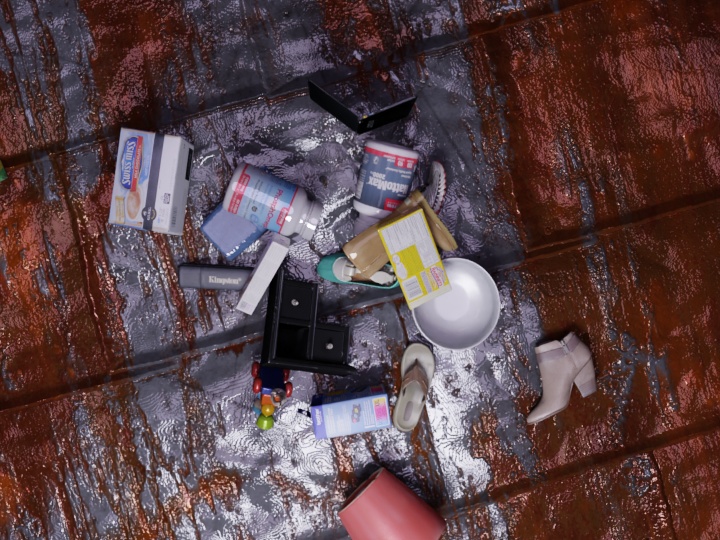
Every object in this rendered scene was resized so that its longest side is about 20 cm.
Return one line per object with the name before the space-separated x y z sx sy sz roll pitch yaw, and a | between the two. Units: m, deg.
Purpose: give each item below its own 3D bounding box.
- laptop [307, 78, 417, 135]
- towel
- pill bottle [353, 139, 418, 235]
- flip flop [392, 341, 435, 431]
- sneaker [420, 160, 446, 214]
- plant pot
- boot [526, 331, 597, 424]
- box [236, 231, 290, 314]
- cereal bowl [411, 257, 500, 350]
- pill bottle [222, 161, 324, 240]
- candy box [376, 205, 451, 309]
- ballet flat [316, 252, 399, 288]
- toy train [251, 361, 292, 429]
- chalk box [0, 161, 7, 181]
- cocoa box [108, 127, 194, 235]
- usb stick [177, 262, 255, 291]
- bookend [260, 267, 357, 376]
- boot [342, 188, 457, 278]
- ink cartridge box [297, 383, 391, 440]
laptop | 0.001 -0.363 1.486 0.196 0.187 0.118 -21 93 -1
towel | -0.249 -0.125 1.552 0.199 0.049 0.112 -42 96 -2
pill bottle | 0.048 -0.171 1.522 0.117 0.120 0.204 12 103 -2
flip flop | 0.119 0.262 1.571 0.079 0.058 0.204 15 91 -2
sneaker | 0.137 -0.145 1.553 0.081 0.078 0.204 17 90 -1
plant pot | 0.056 0.542 1.519 0.200 0.200 0.178 -43 84 -1
boot | 0.432 0.236 1.585 0.197 0.070 0.148 -28 86 -2
box | -0.210 0.009 1.508 0.041 0.039 0.201 22 122 -17
cereal bowl | 0.205 0.072 1.557 0.195 0.083 0.205 0 91 -2
pill bottle | -0.181 -0.140 1.479 0.197 0.109 0.111 23 90 -7
candy box | 0.113 -0.024 1.460 0.101 0.026 0.203 -25 116 -3
ballet flat | 0.000 0.000 1.554 0.195 0.070 0.069 8 91 -2
toy train | -0.193 0.285 1.486 0.083 0.200 0.118 10 107 -14
chalk box | -0.850 -0.235 1.450 0.122 0.200 0.127 -22 92 -1
cocoa box | -0.443 -0.186 1.500 0.128 0.133 0.205 8 91 -1
usb stick | -0.307 0.016 1.561 0.195 0.033 0.057 3 97 -3
bookend | -0.104 0.116 1.526 0.196 0.092 0.203 10 75 -18
boot | 0.085 -0.054 1.491 0.199 0.066 0.176 -39 115 6
ink cartridge box | -0.037 0.307 1.527 0.196 0.136 0.078 -11 90 -2
